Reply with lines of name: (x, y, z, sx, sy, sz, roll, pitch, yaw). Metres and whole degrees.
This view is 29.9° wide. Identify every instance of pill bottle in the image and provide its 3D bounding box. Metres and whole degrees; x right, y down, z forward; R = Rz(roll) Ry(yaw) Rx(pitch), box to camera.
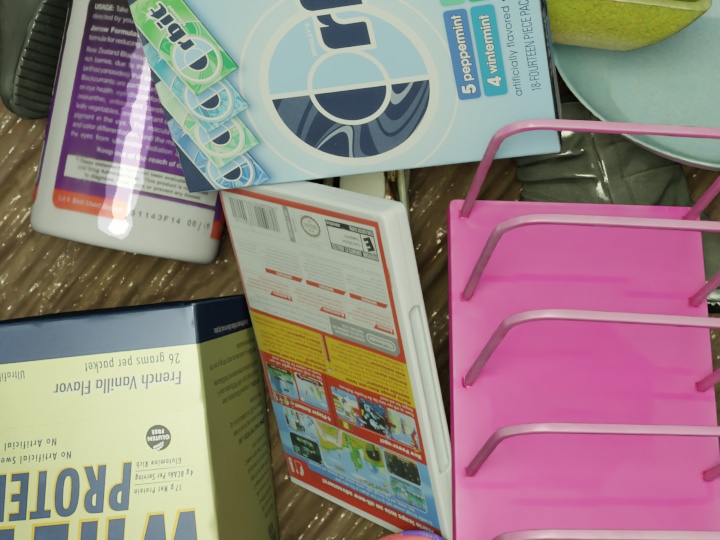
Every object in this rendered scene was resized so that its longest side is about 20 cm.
pill bottle: (-0.118, -0.111, 0.776, 0.110, 0.111, 0.203, 11, 90, 3)

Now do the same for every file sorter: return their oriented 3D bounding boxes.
file sorter: (0.119, 0.042, 0.647, 0.137, 0.126, 0.203, 2, 70, -4)

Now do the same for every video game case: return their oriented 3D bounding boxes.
video game case: (-0.011, 0.048, 0.729, 0.017, 0.142, 0.202, -28, 118, -34)

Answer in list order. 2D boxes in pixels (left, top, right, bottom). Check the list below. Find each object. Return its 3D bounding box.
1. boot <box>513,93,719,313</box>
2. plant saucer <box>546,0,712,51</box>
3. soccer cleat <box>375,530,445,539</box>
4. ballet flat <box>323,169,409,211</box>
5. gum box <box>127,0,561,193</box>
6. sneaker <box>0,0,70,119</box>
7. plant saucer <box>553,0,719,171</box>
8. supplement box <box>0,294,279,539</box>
boot: (0.181, -0.043, 0.783, 0.197, 0.068, 0.133, 3, 86, 3)
plant saucer: (0.087, -0.186, 0.752, 0.197, 0.201, 0.048, 7, 131, 4)
soccer cleat: (-0.008, 0.208, 0.751, 0.066, 0.077, 0.201, 34, 114, 2)
ballet flat: (0.000, 0.000, 0.785, 0.066, 0.062, 0.203, -4, 89, 3)
gum box: (-0.010, -0.130, 0.654, 0.197, 0.045, 0.171, -6, 125, 13)
sneaker: (-0.193, -0.193, 0.809, 0.088, 0.074, 0.203, 15, 91, 21)
plant saucer: (0.203, -0.113, 0.756, 0.198, 0.039, 0.203, -1, 48, 1)
supplement box: (-0.125, 0.121, 0.729, 0.132, 0.200, 0.203, -6, 90, 4)
